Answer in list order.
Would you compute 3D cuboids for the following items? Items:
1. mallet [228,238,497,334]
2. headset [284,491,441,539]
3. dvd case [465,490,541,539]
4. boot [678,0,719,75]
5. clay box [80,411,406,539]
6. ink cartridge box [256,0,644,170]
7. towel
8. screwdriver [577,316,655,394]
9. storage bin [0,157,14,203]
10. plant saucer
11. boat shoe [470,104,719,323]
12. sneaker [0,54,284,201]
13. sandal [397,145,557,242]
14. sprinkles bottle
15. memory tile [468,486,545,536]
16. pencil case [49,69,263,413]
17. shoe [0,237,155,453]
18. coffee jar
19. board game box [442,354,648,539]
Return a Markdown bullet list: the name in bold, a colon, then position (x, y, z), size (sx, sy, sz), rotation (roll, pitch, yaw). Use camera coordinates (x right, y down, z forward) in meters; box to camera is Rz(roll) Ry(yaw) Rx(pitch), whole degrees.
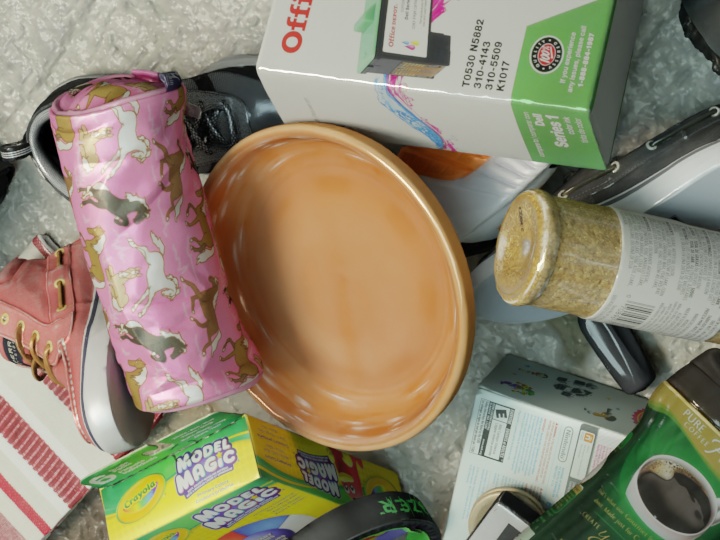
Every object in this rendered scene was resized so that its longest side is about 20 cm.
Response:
- **mallet**: position (0.000, 0.000, 1.672), size (0.199, 0.066, 0.041), rotation (-16, 100, 8)
- **headset**: position (-0.029, 0.219, 1.655), size (0.200, 0.123, 0.094), rotation (-43, 59, 19)
- **dvd case**: position (0.126, 0.247, 1.623), size (0.200, 0.025, 0.151), rotation (36, 115, 4)
- **boot**: position (0.241, -0.191, 1.501), size (0.168, 0.076, 0.200), rotation (-36, 99, 21)
- **clay box**: position (-0.070, 0.145, 1.653), size (0.115, 0.200, 0.048), rotation (-28, 62, 24)
- **ink cartridge box**: position (0.055, -0.149, 1.540), size (0.199, 0.084, 0.145), rotation (8, 71, 17)
- **towel**: position (-0.223, 0.090, 1.781), size (0.144, 0.023, 0.200), rotation (46, 113, 3)
- **screwdriver**: position (0.117, -0.011, 1.628), size (0.028, 0.029, 0.200), rotation (-33, 95, 25)
- **storage bin**: position (-0.321, -0.002, 1.722), size (0.094, 0.135, 0.200), rotation (34, 114, 6)
- **plant saucer**: position (-0.012, 0.007, 1.583), size (0.199, 0.037, 0.201), rotation (15, 117, 32)
- **boat shoe**: position (0.148, -0.038, 1.587), size (0.200, 0.066, 0.070), rotation (-31, 136, 22)
- **sneaker**: position (-0.120, -0.081, 1.640), size (0.199, 0.114, 0.076), rotation (-2, 106, 20)
- **sandal**: position (0.054, -0.045, 1.612), size (0.207, 0.059, 0.079), rotation (-45, 68, 21)
- **sprinkles bottle**: position (0.178, 0.004, 1.536), size (0.199, 0.068, 0.068), rotation (11, 114, -22)
- **memory tile**: position (0.130, 0.233, 1.639), size (0.200, 0.017, 0.154), rotation (32, 115, 7)
- **pencil case**: position (-0.118, -0.016, 1.571), size (0.086, 0.083, 0.201), rotation (-14, 103, -1)
- **shoe**: position (-0.179, 0.050, 1.652), size (0.091, 0.200, 0.072), rotation (-17, 125, 10)
- **coffee jar**: position (0.169, 0.143, 1.540), size (0.104, 0.085, 0.200), rotation (45, 92, 9)
- **board game box**: position (0.157, 0.156, 1.646), size (0.199, 0.064, 0.148), rotation (18, 112, 15)
